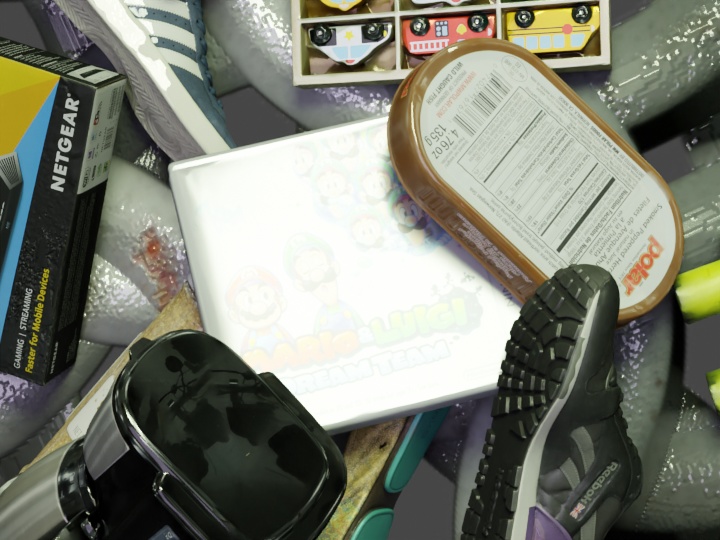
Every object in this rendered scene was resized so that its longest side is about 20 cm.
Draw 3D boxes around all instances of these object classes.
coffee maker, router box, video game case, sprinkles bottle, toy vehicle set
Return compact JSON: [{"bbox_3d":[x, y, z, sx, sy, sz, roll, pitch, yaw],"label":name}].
[{"bbox_3d":[-0.099,0.150,0.958,0.191,0.135,0.200,32,135,-20],"label":"coffee maker"},{"bbox_3d":[-0.239,-0.045,1.085,0.148,0.051,0.202,18,110,12],"label":"router box"},{"bbox_3d":[0.000,0.000,1.023,0.198,0.024,0.184,-13,74,-6],"label":"video game case"},{"bbox_3d":[-0.130,0.079,1.077,0.068,0.068,0.200,43,99,9],"label":"sprinkles bottle"},{"bbox_3d":[0.055,-0.181,1.058,0.198,0.027,0.126,-3,89,12],"label":"toy vehicle set"}]

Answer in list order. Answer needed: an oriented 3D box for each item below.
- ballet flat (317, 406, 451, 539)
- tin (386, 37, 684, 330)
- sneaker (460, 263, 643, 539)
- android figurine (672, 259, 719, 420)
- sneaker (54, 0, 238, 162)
[{"bbox_3d":[-0.004,0.132,1.054,0.070,0.071,0.201,25,93,11],"label":"ballet flat"},{"bbox_3d":[0.104,-0.049,1.004,0.200,0.042,0.112,42,74,-6],"label":"tin"},{"bbox_3d":[0.124,0.093,0.980,0.087,0.076,0.202,9,108,-20],"label":"sneaker"},{"bbox_3d":[0.289,0.014,1.000,0.198,0.041,0.184,-18,86,13],"label":"android figurine"},{"bbox_3d":[-0.117,-0.148,1.078,0.084,0.075,0.201,-37,97,-22],"label":"sneaker"}]
